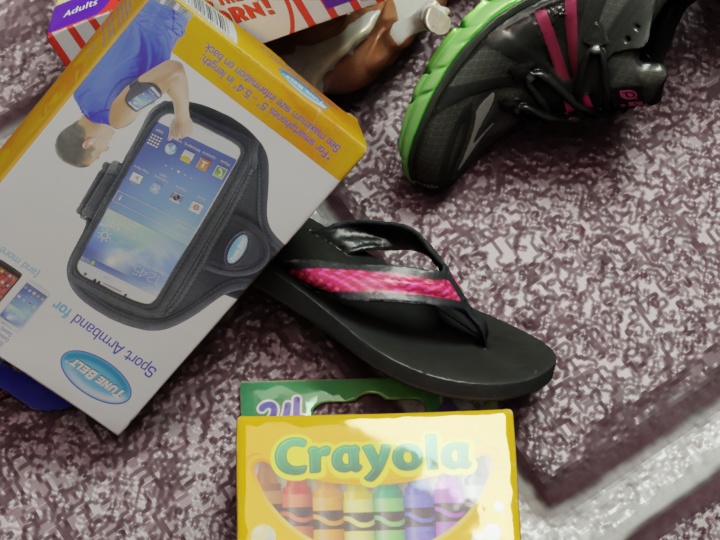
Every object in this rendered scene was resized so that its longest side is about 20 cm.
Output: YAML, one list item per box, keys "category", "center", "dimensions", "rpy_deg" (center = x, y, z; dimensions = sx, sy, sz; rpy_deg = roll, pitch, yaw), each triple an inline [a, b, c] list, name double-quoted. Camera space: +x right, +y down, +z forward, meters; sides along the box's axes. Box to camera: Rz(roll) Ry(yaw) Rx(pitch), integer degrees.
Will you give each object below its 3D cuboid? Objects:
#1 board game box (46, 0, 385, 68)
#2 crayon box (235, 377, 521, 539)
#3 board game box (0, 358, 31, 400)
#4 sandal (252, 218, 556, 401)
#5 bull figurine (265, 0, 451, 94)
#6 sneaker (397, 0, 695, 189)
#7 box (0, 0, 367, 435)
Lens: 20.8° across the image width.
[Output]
- category: "board game box"
  center: [-0.056, -0.177, 0.916]
  dimensions: [0.150, 0.046, 0.201]
  rpy_deg: [-17, 40, 20]
- category: "crayon box"
  center: [0.008, 0.134, 0.858]
  dimensions: [0.124, 0.052, 0.202]
  rpy_deg: [-2, 67, -2]
- category: "board game box"
  center: [-0.185, 0.012, 0.920]
  dimensions: [0.199, 0.019, 0.103]
  rpy_deg: [-33, 71, -14]
- category: "sandal"
  center: [0.000, 0.000, 0.900]
  dimensions: [0.199, 0.045, 0.075]
  rpy_deg: [28, 27, 12]
- category: "bull figurine"
  center: [0.008, -0.130, 0.937]
  dimensions: [0.065, 0.121, 0.201]
  rpy_deg: [43, 63, -18]
- category: "sneaker"
  center: [0.099, -0.101, 0.914]
  dimensions: [0.200, 0.077, 0.084]
  rpy_deg: [-40, 79, 14]
- category: "box"
  center: [-0.105, -0.019, 0.854]
  dimensions: [0.119, 0.042, 0.200]
  rpy_deg: [36, 103, -22]
